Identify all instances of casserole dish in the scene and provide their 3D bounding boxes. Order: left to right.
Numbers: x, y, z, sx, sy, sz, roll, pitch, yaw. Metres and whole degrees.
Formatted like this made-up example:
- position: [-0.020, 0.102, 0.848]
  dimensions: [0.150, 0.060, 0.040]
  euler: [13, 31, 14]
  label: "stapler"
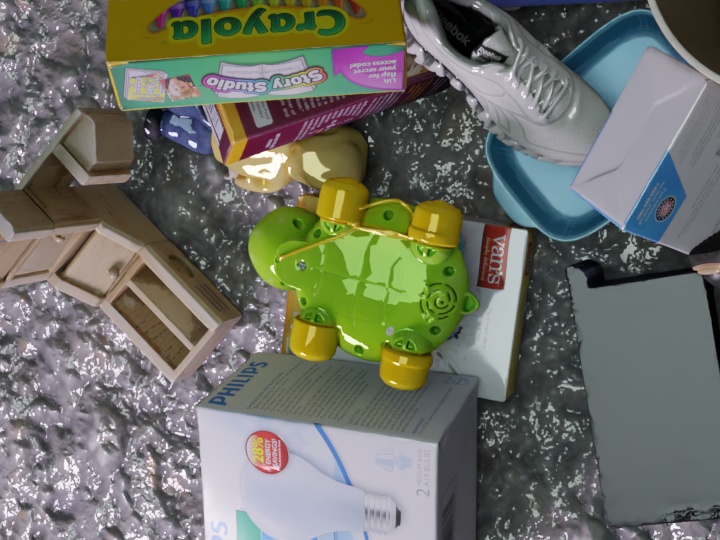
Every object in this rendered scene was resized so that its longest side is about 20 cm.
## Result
- position: [0.190, -0.111, 0.984]
  dimensions: [0.200, 0.039, 0.121]
  euler: [-41, 81, 18]
  label: "casserole dish"

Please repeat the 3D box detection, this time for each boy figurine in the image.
- position: [-0.086, -0.120, 1.062]
  dimensions: [0.200, 0.064, 0.124]
  euler: [19, 133, 16]
  label: "boy figurine"

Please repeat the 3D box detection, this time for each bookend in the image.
- position: [0.271, 0.077, 0.945]
  dimensions: [0.198, 0.092, 0.200]
  euler: [-10, 91, 19]
  label: "bookend"

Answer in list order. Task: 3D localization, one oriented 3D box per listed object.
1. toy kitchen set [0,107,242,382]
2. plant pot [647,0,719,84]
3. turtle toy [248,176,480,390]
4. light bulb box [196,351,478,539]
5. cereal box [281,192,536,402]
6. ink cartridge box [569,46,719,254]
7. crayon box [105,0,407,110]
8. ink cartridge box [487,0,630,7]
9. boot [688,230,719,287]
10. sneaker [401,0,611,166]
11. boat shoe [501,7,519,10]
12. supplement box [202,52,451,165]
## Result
- position: [-0.198, -0.015, 1.047]
  dimensions: [0.180, 0.200, 0.163]
  euler: [45, 108, 11]
  label: "toy kitchen set"
- position: [0.293, -0.193, 0.848]
  dimensions: [0.187, 0.200, 0.188]
  euler: [0, 89, 18]
  label: "plant pot"
- position: [0.000, 0.000, 0.986]
  dimensions: [0.200, 0.101, 0.146]
  euler: [16, 101, 17]
  label: "turtle toy"
- position: [-0.015, 0.186, 1.025]
  dimensions: [0.200, 0.125, 0.199]
  euler: [5, 109, 19]
  label: "light bulb box"
- position: [0.038, 0.020, 1.050]
  dimensions: [0.200, 0.040, 0.144]
  euler: [9, 100, 19]
  label: "cereal box"
- position: [0.260, -0.069, 0.913]
  dimensions: [0.067, 0.200, 0.116]
  euler: [44, 112, 49]
  label: "ink cartridge box"
- position: [-0.074, -0.201, 0.896]
  dimensions: [0.200, 0.058, 0.173]
  euler: [-5, 56, -2]
  label: "crayon box"
- position: [0.180, -0.295, 0.917]
  dimensions: [0.196, 0.043, 0.200]
  euler: [-4, 104, -2]
  label: "ink cartridge box"
- position: [0.327, 0.022, 0.879]
  dimensions: [0.200, 0.077, 0.139]
  euler: [-14, 95, -23]
  label: "boot"
- position: [0.109, -0.143, 0.923]
  dimensions: [0.200, 0.081, 0.075]
  euler: [34, 87, -11]
  label: "sneaker"
- position: [0.147, -0.300, 0.963]
  dimensions: [0.091, 0.071, 0.201]
  euler: [4, 96, 20]
  label: "boat shoe"
- position: [-0.029, -0.170, 0.984]
  dimensions: [0.200, 0.086, 0.110]
  euler: [-20, 87, -13]
  label: "supplement box"
